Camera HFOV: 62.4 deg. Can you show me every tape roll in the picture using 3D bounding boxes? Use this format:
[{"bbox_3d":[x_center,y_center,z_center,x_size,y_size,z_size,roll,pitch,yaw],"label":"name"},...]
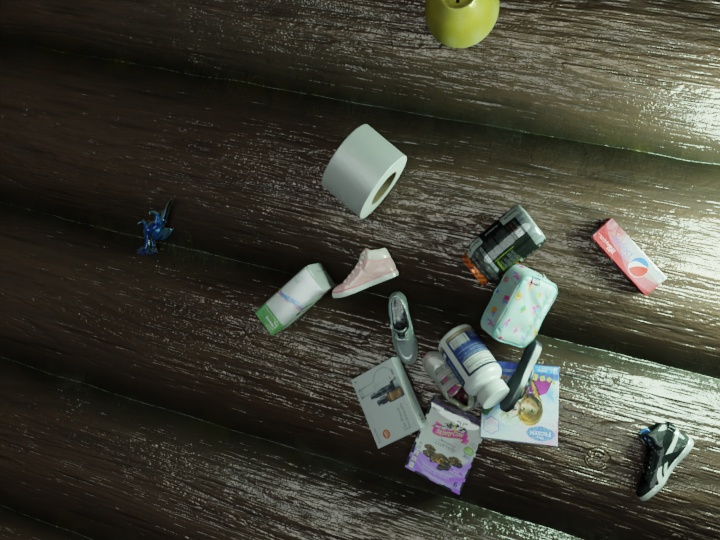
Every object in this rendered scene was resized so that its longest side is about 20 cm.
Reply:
[{"bbox_3d":[0.011,-0.259,1.564,0.138,0.202,0.204,38,102,8],"label":"tape roll"}]

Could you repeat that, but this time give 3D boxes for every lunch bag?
[{"bbox_3d":[0.414,0.092,1.526,0.158,0.077,0.203,20,104,-31],"label":"lunch bag"}]

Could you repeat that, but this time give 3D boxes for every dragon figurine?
[{"bbox_3d":[-0.607,-0.126,1.796,0.198,0.059,0.101,-36,86,14],"label":"dragon figurine"}]

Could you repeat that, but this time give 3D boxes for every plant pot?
[{"bbox_3d":[0.252,-0.687,1.503,0.195,0.142,0.206,1,95,13],"label":"plant pot"}]

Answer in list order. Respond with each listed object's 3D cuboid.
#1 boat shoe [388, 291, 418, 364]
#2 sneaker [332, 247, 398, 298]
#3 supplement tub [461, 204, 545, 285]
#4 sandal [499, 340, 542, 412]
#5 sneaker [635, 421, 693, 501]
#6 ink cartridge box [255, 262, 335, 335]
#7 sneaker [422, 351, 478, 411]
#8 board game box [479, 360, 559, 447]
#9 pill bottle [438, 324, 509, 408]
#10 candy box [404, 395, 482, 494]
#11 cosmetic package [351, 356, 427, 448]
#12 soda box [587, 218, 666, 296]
[{"bbox_3d":[0.111,0.162,1.638,0.068,0.071,0.206,-11,92,14],"label":"boat shoe"},{"bbox_3d":[0.000,0.000,1.650,0.196,0.075,0.107,-22,94,6],"label":"sneaker"},{"bbox_3d":[0.366,-0.061,1.534,0.199,0.122,0.123,-40,85,12],"label":"supplement tub"},{"bbox_3d":[0.421,0.276,1.523,0.042,0.076,0.203,33,78,-6],"label":"sandal"},{"bbox_3d":[0.739,0.474,1.516,0.111,0.073,0.202,38,93,11],"label":"sneaker"},{"bbox_3d":[-0.179,0.077,1.664,0.199,0.145,0.085,-40,86,12],"label":"ink cartridge box"},{"bbox_3d":[0.246,0.299,1.607,0.199,0.088,0.082,42,102,7],"label":"sneaker"},{"bbox_3d":[0.416,0.346,1.556,0.195,0.041,0.205,3,71,13],"label":"board game box"},{"bbox_3d":[0.296,0.250,1.540,0.111,0.110,0.202,-42,55,13],"label":"pill bottle"},{"bbox_3d":[0.235,0.476,1.632,0.165,0.071,0.204,23,99,11],"label":"candy box"},{"bbox_3d":[0.077,0.363,1.638,0.149,0.051,0.204,-33,72,27],"label":"cosmetic package"},{"bbox_3d":[0.668,-0.036,1.493,0.070,0.063,0.201,-43,85,13],"label":"soda box"}]
